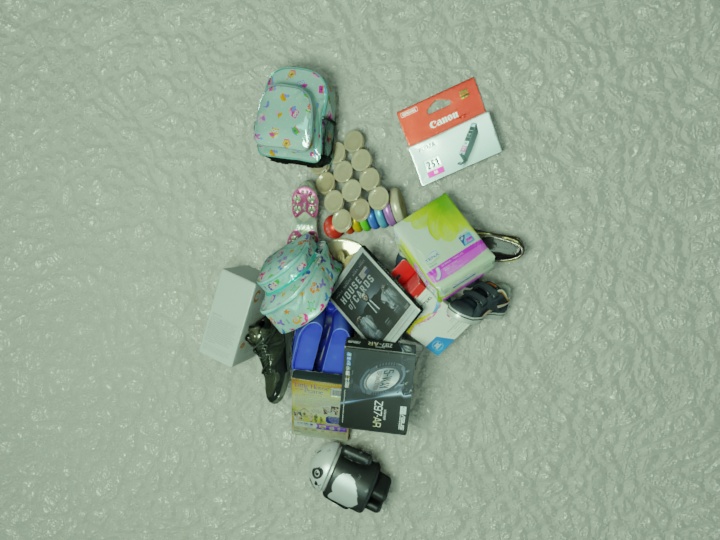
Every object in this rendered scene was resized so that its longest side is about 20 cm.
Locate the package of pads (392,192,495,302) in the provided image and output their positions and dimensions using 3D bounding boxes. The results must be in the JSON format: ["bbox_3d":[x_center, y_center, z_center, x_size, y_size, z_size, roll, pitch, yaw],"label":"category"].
[{"bbox_3d":[0.175,-0.049,1.406,0.152,0.069,0.202,-30,60,-6],"label":"package of pads"}]

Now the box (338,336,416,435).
[{"bbox_3d":[0.036,0.254,1.420,0.155,0.044,0.206,7,111,3],"label":"box"}]

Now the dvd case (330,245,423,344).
[{"bbox_3d":[0.028,0.070,1.436,0.200,0.025,0.152,46,114,19],"label":"dvd case"}]

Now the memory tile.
[{"bbox_3d":[-0.028,-0.201,1.467,0.151,0.017,0.205,-29,72,18],"label":"memory tile"}]

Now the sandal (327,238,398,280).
[{"bbox_3d":[0.003,-0.005,1.502,0.208,0.070,0.079,33,101,3],"label":"sandal"}]

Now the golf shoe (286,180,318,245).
[{"bbox_3d":[-0.128,-0.113,1.512,0.073,0.092,0.205,9,121,-4],"label":"golf shoe"}]

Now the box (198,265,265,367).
[{"bbox_3d":[-0.286,0.103,1.528,0.095,0.124,0.206,21,100,14],"label":"box"}]

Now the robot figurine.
[{"bbox_3d":[-0.028,0.494,1.545,0.195,0.125,0.154,25,83,4],"label":"robot figurine"}]

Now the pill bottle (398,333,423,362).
[{"bbox_3d":[0.059,0.236,1.502,0.111,0.114,0.205,24,101,4],"label":"pill bottle"}]

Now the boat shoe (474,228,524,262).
[{"bbox_3d":[0.270,-0.054,1.459,0.193,0.060,0.074,6,99,8],"label":"boat shoe"}]

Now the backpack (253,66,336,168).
[{"bbox_3d":[-0.142,-0.345,1.439,0.170,0.153,0.207,10,90,18],"label":"backpack"}]

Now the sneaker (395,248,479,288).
[{"bbox_3d":[0.172,0.010,1.488,0.195,0.070,0.084,22,117,8],"label":"sneaker"}]

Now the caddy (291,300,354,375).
[{"bbox_3d":[-0.088,0.171,1.521,0.137,0.106,0.205,13,115,-7],"label":"caddy"}]

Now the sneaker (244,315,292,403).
[{"bbox_3d":[-0.214,0.195,1.475,0.075,0.113,0.206,-21,57,42],"label":"sneaker"}]

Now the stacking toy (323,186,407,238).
[{"bbox_3d":[0.005,-0.124,1.487,0.194,0.085,0.088,-14,95,16],"label":"stacking toy"}]

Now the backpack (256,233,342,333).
[{"bbox_3d":[-0.140,0.031,1.434,0.175,0.203,0.151,-27,121,28],"label":"backpack"}]

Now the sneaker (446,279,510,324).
[{"bbox_3d":[0.260,0.064,1.416,0.078,0.197,0.082,32,112,34],"label":"sneaker"}]

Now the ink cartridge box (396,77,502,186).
[{"bbox_3d":[0.196,-0.308,1.446,0.195,0.044,0.178,-21,95,11],"label":"ink cartridge box"}]

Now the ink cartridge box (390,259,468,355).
[{"bbox_3d":[0.137,0.083,1.456,0.198,0.068,0.117,36,115,-16],"label":"ink cartridge box"}]

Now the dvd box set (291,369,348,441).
[{"bbox_3d":[-0.092,0.319,1.526,0.141,0.030,0.204,6,129,3],"label":"dvd box set"}]
